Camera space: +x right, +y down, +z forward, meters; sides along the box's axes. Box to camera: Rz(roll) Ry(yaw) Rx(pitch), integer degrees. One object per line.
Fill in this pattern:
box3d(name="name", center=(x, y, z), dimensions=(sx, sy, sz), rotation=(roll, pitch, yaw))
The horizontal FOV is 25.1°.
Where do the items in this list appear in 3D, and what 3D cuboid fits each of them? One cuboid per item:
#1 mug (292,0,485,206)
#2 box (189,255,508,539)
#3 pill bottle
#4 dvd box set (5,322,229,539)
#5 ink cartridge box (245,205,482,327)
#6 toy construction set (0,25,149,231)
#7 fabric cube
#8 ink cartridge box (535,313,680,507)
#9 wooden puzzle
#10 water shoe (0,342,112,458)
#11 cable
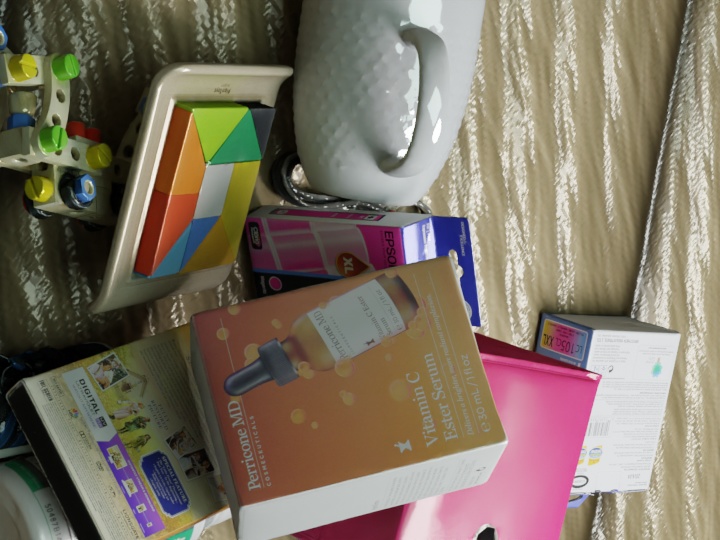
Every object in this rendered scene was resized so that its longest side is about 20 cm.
box3d(name="mug", center=(0.024, -0.142, 1.292), dimensions=(0.147, 0.200, 0.176), rotation=(6, 100, -20))
box3d(name="box", center=(-0.013, 0.096, 1.188), dimensions=(0.199, 0.106, 0.153), rotation=(-13, 69, -11))
box3d(name="pill bottle", center=(-0.191, 0.178, 1.256), dimensions=(0.199, 0.113, 0.114), rotation=(-17, 113, -39))
box3d(name="dvd box set", center=(-0.152, 0.123, 1.212), dimensions=(0.200, 0.029, 0.147), rotation=(-20, 78, -49))
box3d(name="ink cartridge box", center=(0.000, 0.000, 1.312), dimensions=(0.037, 0.199, 0.095), rotation=(-37, 125, -53))
box3d(name="toy construction set", center=(-0.205, -0.103, 1.194), dimensions=(0.199, 0.092, 0.132), rotation=(6, 74, -47))
box3d(name="fabric cube", center=(0.059, 0.152, 1.401), dimensions=(0.195, 0.200, 0.201), rotation=(13, 93, -40))
box3d(name="ink cartridge box", center=(0.234, 0.149, 1.625), dimensions=(0.136, 0.076, 0.201), rotation=(4, 98, -39))
box3d(name="wooden puzzle", center=(-0.122, -0.063, 1.231), dimensions=(0.185, 0.037, 0.201), rotation=(-14, 127, -65))
box3d(name="water shoe", center=(-0.259, 0.093, 1.192), dimensions=(0.199, 0.072, 0.079), rotation=(-24, 149, -31))
box3d(name="cable", center=(0.010, -0.050, 1.403), dimensions=(0.200, 0.050, 0.097), rotation=(46, 68, -37))
